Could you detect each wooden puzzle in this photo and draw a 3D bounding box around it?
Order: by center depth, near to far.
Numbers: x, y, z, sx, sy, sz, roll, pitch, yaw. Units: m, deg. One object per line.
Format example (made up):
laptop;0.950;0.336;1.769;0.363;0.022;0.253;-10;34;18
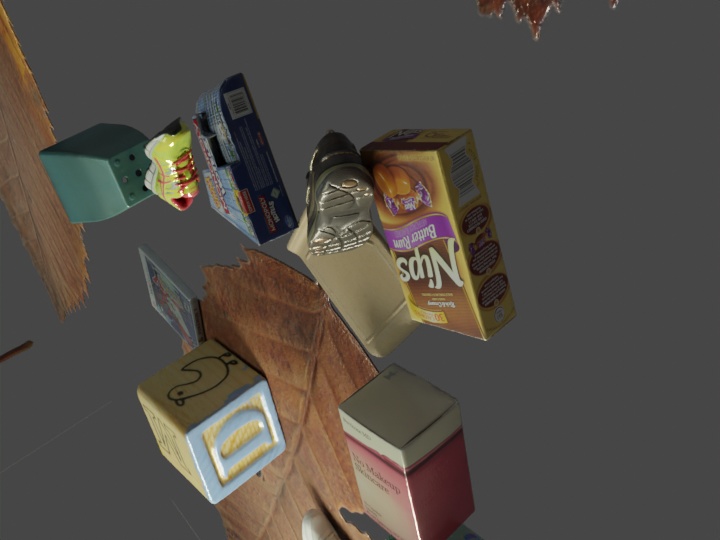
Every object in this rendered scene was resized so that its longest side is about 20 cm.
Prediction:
wooden puzzle;0.000;0.000;0.953;0.201;0.037;0.185;49;149;7

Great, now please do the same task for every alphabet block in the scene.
alphabet block;-0.290;0.291;1.503;0.198;0.194;0.199;24;135;42

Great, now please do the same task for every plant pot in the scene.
plant pot;-0.443;-0.173;1.359;0.198;0.141;0.143;7;124;46

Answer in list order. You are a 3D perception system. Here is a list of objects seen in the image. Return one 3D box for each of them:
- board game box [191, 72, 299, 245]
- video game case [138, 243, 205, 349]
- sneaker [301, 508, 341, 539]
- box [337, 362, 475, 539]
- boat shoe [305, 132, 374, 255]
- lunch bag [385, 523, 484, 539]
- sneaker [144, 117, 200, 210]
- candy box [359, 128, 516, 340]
board game box;-0.171;-0.143;1.019;0.199;0.061;0.203;11;123;66
video game case;-0.398;0.065;1.624;0.199;0.023;0.184;39;145;31
sneaker;-0.043;0.557;1.516;0.099;0.075;0.202;-23;98;41
box;0.063;0.249;1.008;0.127;0.108;0.203;24;136;45
boat shoe;-0.023;-0.078;0.816;0.201;0.073;0.075;113;149;-66
lunch bag;0.091;0.447;1.057;0.169;0.199;0.124;27;139;43
sneaker;-0.283;-0.161;1.200;0.090;0.078;0.200;46;155;5
candy box;0.079;-0.038;0.772;0.116;0.056;0.203;12;128;52
